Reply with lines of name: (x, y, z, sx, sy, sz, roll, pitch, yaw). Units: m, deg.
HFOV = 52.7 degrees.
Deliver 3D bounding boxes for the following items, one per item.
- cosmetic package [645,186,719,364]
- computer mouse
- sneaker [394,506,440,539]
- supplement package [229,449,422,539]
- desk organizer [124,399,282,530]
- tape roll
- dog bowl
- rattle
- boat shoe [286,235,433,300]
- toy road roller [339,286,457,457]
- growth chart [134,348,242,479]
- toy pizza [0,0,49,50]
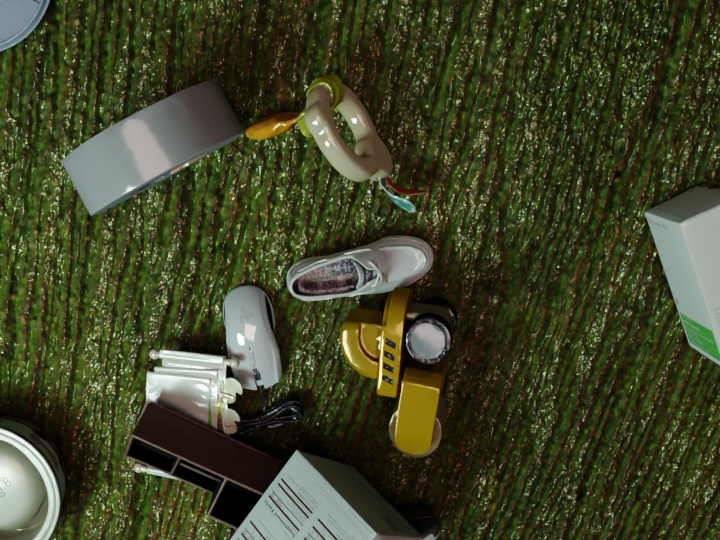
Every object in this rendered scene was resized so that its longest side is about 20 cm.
cosmetic package: (0.452, 0.006, 0.932, 0.083, 0.108, 0.204, -24, 101, 3)
computer mouse: (-0.142, 0.123, 0.966, 0.106, 0.044, 0.206, -10, 102, 1)
sneaker: (0.039, 0.418, 1.033, 0.197, 0.076, 0.117, -27, 111, 11)
supplement package: (-0.055, 0.363, 0.909, 0.146, 0.191, 0.202, 37, 88, 30)
desk organizer: (-0.204, 0.253, 0.929, 0.196, 0.077, 0.073, 27, 108, -9)
tape roll: (-0.233, -0.139, 0.827, 0.196, 0.201, 0.067, -27, 102, 3)
dog bowl: (-0.486, 0.286, 0.969, 0.194, 0.074, 0.207, 0, 101, -2)
rattle: (-0.028, -0.128, 0.909, 0.141, 0.132, 0.200, -35, 128, 15)
boat shoe: (0.000, 0.000, 0.934, 0.194, 0.069, 0.074, -4, 102, -2)
toy road roller: (0.045, 0.123, 0.942, 0.142, 0.123, 0.206, 7, 102, 11)
growth chart: (-0.228, 0.198, 0.968, 0.141, 0.018, 0.206, 13, 107, 6)
toy pizza: (-0.456, -0.361, 0.855, 0.194, 0.032, 0.207, -1, 101, -4)
